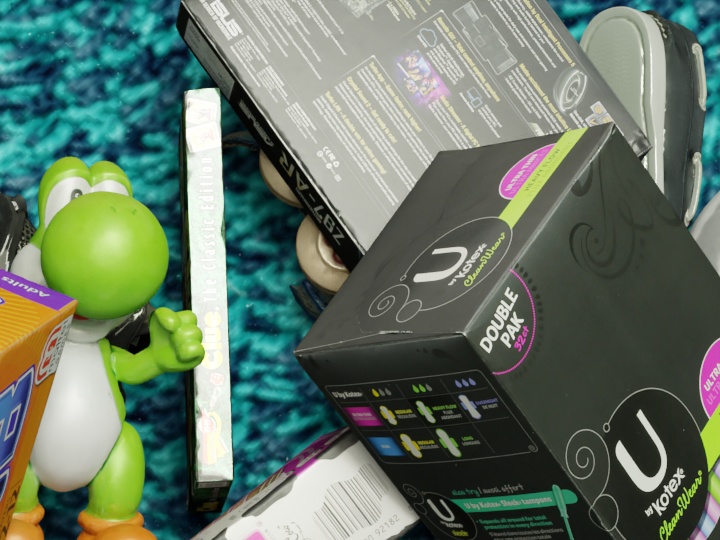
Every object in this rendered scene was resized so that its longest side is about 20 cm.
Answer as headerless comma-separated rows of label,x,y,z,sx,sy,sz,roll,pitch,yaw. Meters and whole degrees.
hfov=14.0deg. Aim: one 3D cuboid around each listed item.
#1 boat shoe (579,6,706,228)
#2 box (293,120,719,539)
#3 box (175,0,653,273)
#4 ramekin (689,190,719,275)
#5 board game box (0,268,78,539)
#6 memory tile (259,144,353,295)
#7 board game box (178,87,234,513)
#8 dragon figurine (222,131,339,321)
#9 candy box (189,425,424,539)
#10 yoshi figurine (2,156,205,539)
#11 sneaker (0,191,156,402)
boat shoe,0.150,-0.037,1.556,0.060,0.075,0.201,7,91,-44
box,0.096,0.056,1.389,0.200,0.124,0.149,53,54,-23
box,0.026,-0.094,1.495,0.160,0.044,0.200,-35,82,-15
ramekin,0.266,0.019,1.536,0.199,0.098,0.202,1,77,-4
board game box,-0.273,0.088,1.301,0.199,0.200,0.201,21,107,10
memory tile,0.046,-0.007,1.508,0.153,0.017,0.201,-20,80,-14
board game box,-0.080,0.017,1.507,0.023,0.105,0.201,0,76,-8
dragon figurine,0.000,0.000,1.538,0.199,0.059,0.100,28,73,-1
candy box,-0.067,0.159,1.455,0.200,0.136,0.061,-39,91,-12
yoshi figurine,-0.134,0.045,1.407,0.112,0.112,0.201,2,88,31
sneaker,-0.168,-0.001,1.521,0.114,0.076,0.200,-15,81,-9
